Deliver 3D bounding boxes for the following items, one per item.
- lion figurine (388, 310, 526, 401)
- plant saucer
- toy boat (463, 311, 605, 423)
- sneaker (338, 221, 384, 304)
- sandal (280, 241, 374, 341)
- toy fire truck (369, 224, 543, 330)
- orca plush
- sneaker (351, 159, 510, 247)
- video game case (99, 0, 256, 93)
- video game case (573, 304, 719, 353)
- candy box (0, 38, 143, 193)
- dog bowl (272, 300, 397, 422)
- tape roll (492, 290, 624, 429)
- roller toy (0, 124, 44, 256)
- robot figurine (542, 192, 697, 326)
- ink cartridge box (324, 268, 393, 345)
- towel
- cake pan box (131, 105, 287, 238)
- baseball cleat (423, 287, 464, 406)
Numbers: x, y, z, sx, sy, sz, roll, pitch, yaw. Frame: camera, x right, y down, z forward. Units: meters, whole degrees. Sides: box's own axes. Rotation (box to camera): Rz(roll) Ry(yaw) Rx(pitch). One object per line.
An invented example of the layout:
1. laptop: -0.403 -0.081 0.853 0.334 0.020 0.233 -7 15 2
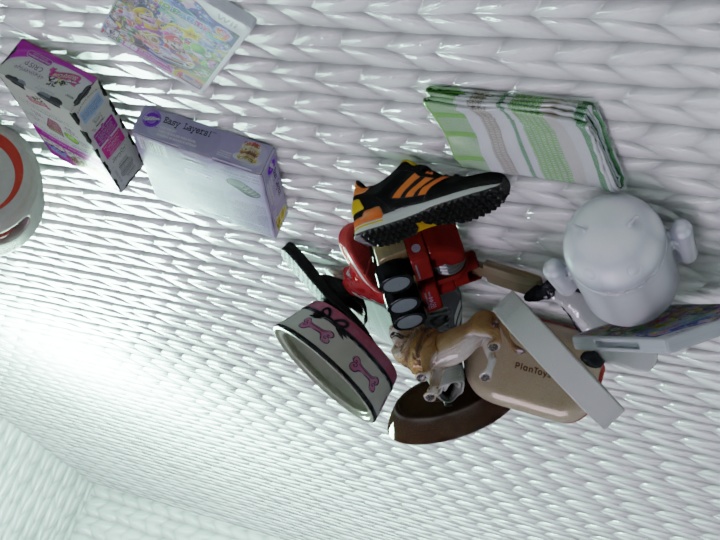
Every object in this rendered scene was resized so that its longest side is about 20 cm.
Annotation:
1. lion figurine: 0.127 0.095 1.791 0.198 0.123 0.073 -17 125 22
2. plant saucer: 0.129 0.190 1.988 0.199 0.200 0.035 -2 112 46
3. toy boat: 0.246 0.129 1.916 0.198 0.132 0.131 16 -174 18
4. sneaker: 0.000 0.000 1.890 0.115 0.079 0.200 3 149 38
5. sandal: -0.036 0.031 1.989 0.201 0.048 0.075 50 166 2
6. toy fire truck: 0.119 -0.008 1.734 0.198 0.130 0.176 -18 152 2
7. orca plush: 0.292 0.061 1.747 0.198 0.106 0.071 19 -166 -19
8. sneaker: 0.076 -0.097 1.608 0.198 0.091 0.070 -18 157 22
9. video game case: -0.210 -0.276 1.552 0.142 0.018 0.200 30 157 -13
10. video game case: 0.354 0.065 1.580 0.142 0.018 0.200 -16 -176 -21
11. candy box: -0.376 -0.200 1.798 0.136 0.061 0.200 29 162 22
12. dog bowl: -0.030 0.125 1.979 0.200 0.074 0.200 41 166 13
13. tape roll: 0.241 0.108 1.669 0.203 0.037 0.203 46 -175 -5
14. roller toy: -0.564 -0.114 2.037 0.181 0.202 0.140 18 159 -3
15. robot figurine: 0.288 -0.011 1.517 0.168 0.114 0.200 -19 150 12
16. ink cartridge box: 0.048 0.065 2.057 0.199 0.047 0.160 32 163 25
17. towel: 0.175 -0.136 1.471 0.198 0.031 0.149 10 153 30
18. cake pan box: -0.201 -0.129 1.832 0.198 0.053 0.185 18 155 13
19. baseball cleat: 0.118 0.097 1.887 0.069 0.107 0.202 -13 126 -4
